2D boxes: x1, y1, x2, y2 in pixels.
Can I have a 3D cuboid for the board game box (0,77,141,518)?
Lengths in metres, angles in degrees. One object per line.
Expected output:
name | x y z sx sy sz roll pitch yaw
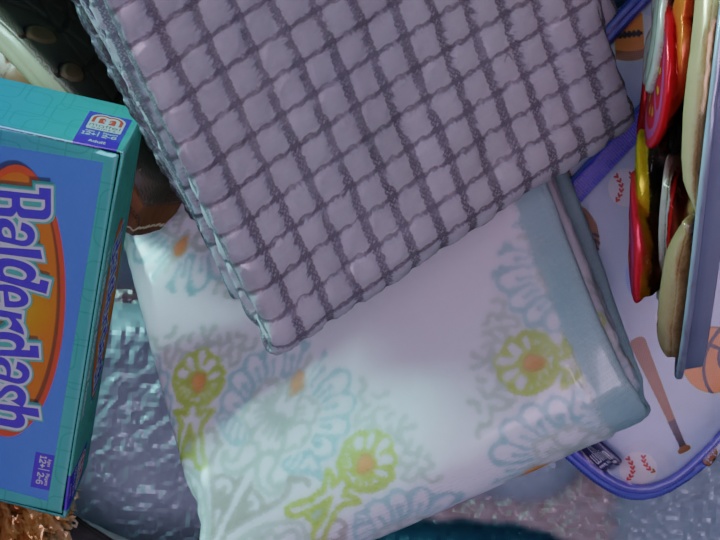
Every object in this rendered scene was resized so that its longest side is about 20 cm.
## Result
board game box | -0.188 -0.004 0.710 0.199 0.045 0.153 13 115 -1

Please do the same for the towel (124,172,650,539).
towel | 0.000 0.000 0.738 0.170 0.048 0.201 -26 61 15

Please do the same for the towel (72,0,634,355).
towel | -0.010 -0.099 0.638 0.165 0.086 0.201 -34 124 -13

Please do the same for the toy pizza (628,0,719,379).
toy pizza | 0.108 -0.065 0.646 0.032 0.200 0.202 7 97 9

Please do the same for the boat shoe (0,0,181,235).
boat shoe | -0.149 -0.080 0.763 0.200 0.076 0.074 44 109 15

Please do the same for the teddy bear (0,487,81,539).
teddy bear | -0.210 0.094 0.768 0.199 0.067 0.145 31 70 13

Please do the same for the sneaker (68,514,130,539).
sneaker | -0.043 0.147 0.810 0.199 0.074 0.080 28 67 1

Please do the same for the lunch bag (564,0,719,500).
lunch bag | 0.114 -0.017 0.782 0.160 0.076 0.200 44 93 -3
